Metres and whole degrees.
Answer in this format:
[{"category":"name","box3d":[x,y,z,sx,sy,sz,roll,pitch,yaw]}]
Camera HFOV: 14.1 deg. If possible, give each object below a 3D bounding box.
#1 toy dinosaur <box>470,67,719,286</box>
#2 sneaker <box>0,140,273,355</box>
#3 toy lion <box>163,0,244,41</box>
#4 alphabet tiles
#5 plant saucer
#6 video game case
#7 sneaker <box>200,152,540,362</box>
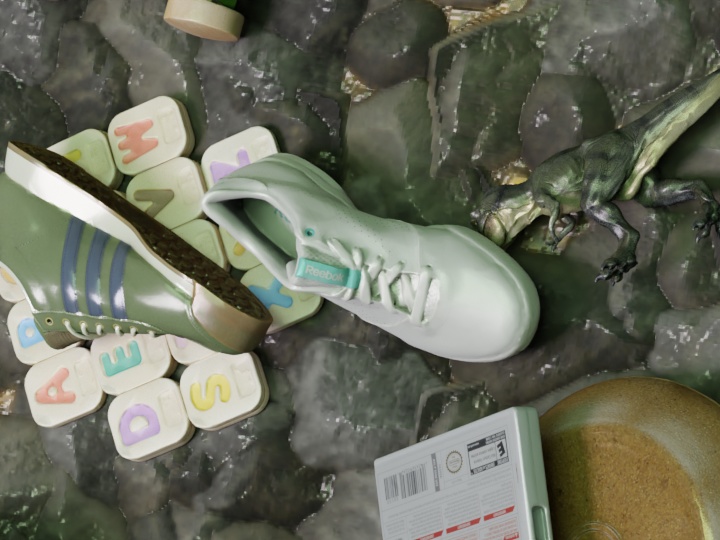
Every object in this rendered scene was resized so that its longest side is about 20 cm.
[{"category":"toy dinosaur","box3d":[0.148,-0.045,1.587,0.199,0.047,0.088,-31,64,11]},{"category":"sneaker","box3d":[-0.145,0.012,1.671,0.200,0.067,0.090,35,102,24]},{"category":"toy lion","box3d":[-0.155,-0.194,1.655,0.199,0.192,0.069,14,86,24]},{"category":"alphabet tiles","box3d":[-0.122,0.004,1.703,0.195,0.015,0.201,-23,73,17]},{"category":"plant saucer","box3d":[0.132,0.154,1.530,0.199,0.035,0.202,-8,77,37]},{"category":"video game case","box3d":[0.061,0.185,1.550,0.143,0.018,0.201,-26,67,55]},{"category":"sneaker","box3d":[0.000,0.000,1.604,0.199,0.088,0.076,25,107,22]}]
